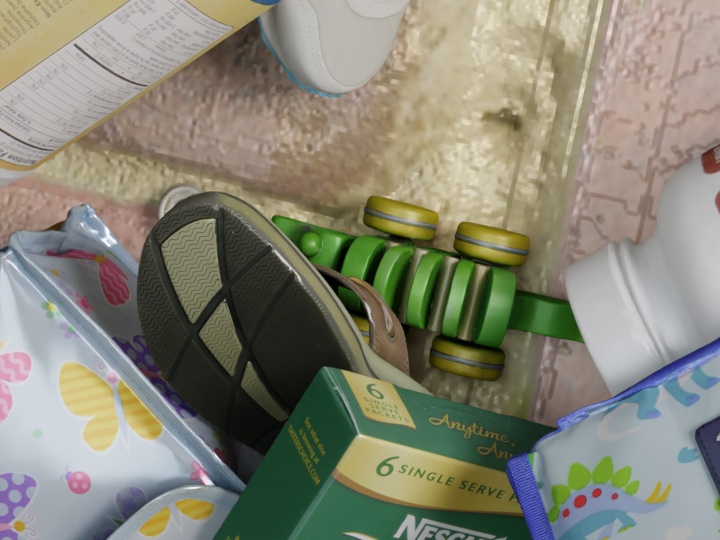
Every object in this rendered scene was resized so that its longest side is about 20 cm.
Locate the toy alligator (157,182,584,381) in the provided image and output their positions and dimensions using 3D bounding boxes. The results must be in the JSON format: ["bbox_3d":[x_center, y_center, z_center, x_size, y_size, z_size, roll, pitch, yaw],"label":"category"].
[{"bbox_3d":[0.000,0.000,0.932,0.199,0.054,0.060,15,95,15],"label":"toy alligator"}]

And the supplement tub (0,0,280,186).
[{"bbox_3d":[-0.123,-0.120,0.838,0.199,0.145,0.145,-32,82,17],"label":"supplement tub"}]

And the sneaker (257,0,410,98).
[{"bbox_3d":[0.019,-0.151,0.889,0.081,0.076,0.201,34,121,28],"label":"sneaker"}]

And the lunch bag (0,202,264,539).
[{"bbox_3d":[-0.116,0.103,0.934,0.169,0.127,0.200,-40,91,14],"label":"lunch bag"}]

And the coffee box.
[{"bbox_3d":[-0.008,0.135,0.885,0.200,0.122,0.044,-57,36,22],"label":"coffee box"}]

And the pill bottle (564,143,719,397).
[{"bbox_3d":[0.181,-0.010,0.850,0.199,0.112,0.113,-28,83,15],"label":"pill bottle"}]

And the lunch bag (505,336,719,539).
[{"bbox_3d":[0.161,0.108,0.763,0.169,0.127,0.201,-29,69,10],"label":"lunch bag"}]

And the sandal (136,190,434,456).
[{"bbox_3d":[-0.012,0.038,0.900,0.080,0.058,0.201,-23,129,29],"label":"sandal"}]
